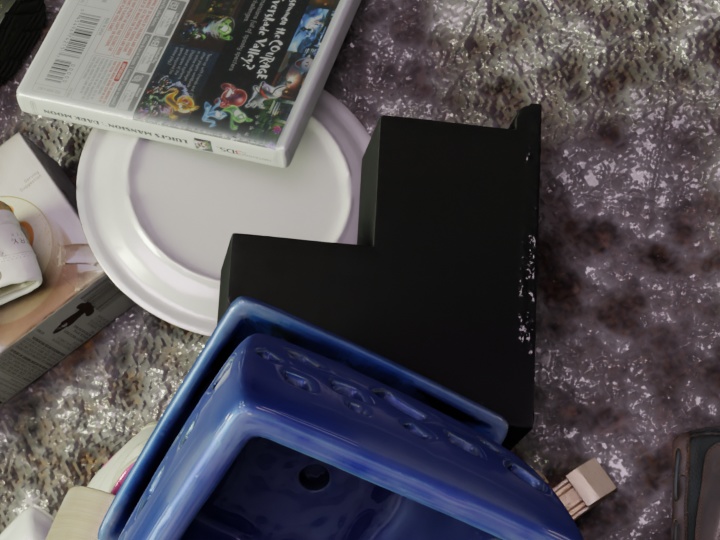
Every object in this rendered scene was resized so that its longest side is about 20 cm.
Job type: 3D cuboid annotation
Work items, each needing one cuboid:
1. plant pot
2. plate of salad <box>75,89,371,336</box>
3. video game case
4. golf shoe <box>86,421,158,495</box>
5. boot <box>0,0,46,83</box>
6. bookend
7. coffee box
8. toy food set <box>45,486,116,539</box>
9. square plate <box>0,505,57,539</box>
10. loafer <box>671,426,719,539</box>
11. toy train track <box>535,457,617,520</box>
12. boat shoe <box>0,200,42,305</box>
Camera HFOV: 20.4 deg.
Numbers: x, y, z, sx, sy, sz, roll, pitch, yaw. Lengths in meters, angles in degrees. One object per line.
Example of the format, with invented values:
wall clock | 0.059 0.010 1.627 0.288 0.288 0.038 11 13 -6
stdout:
plant pot | -0.025 0.140 1.038 0.200 0.180 0.200 26 109 -15
plate of salad | -0.079 -0.043 1.260 0.199 0.048 0.201 5 62 -10
video game case | -0.099 -0.163 1.280 0.181 0.023 0.200 13 57 14
golf shoe | -0.155 0.177 1.229 0.075 0.092 0.200 34 106 -19
boot | -0.311 -0.134 1.337 0.130 0.068 0.200 28 76 21
bookend | 0.000 0.000 1.183 0.199 0.092 0.199 5 72 -8
coffee box | -0.254 0.023 1.272 0.200 0.080 0.114 -37 73 1
toy food set | -0.105 0.230 1.147 0.200 0.060 0.144 26 70 -9
square plate | -0.188 0.274 1.176 0.198 0.028 0.200 43 93 -10
loafer | 0.201 0.187 1.159 0.063 0.072 0.201 1 69 32
toy train track | 0.066 0.179 1.197 0.200 0.033 0.115 -36 73 2
boat shoe | -0.282 0.037 1.195 0.200 0.071 0.069 -34 72 1
